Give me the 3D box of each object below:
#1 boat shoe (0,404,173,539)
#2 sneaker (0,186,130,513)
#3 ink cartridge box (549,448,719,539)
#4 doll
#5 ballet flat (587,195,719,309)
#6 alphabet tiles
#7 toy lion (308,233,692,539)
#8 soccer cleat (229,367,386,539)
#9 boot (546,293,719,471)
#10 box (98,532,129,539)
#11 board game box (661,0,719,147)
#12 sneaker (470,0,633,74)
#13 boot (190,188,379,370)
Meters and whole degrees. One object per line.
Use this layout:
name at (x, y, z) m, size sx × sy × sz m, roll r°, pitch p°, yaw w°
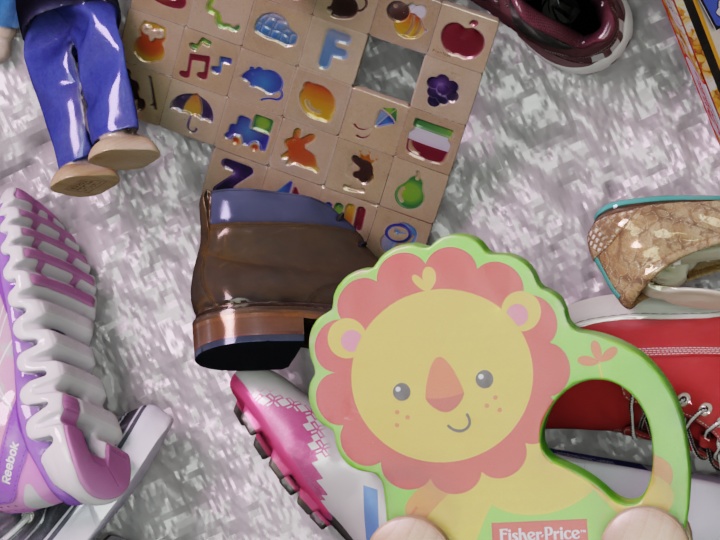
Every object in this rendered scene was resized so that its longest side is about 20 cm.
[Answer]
boat shoe at (-0.188, 0.144, 1.549) m, size 0.068 × 0.072 × 0.200 m, roll 41°, pitch 100°, yaw 0°
sneaker at (-0.193, 0.050, 1.519) m, size 0.088 × 0.080 × 0.201 m, roll -25°, pitch 60°, yaw 23°
ink cartridge box at (0.157, 0.209, 1.516) m, size 0.199 × 0.041 × 0.201 m, roll 9°, pitch 93°, yaw -12°
doll at (-0.167, -0.145, 1.527) m, size 0.136 × 0.048 × 0.201 m, roll -28°, pitch 67°, yaw 44°
ballet flat at (0.225, -0.013, 1.505) m, size 0.199 × 0.071 × 0.066 m, roll -9°, pitch 71°, yaw -4°
alphabet tiles at (-0.039, -0.101, 1.522) m, size 0.199 × 0.008 × 0.168 m, roll 20°, pitch 122°, yaw 3°
toy lion at (0.073, 0.076, 1.440) m, size 0.199 × 0.069 × 0.193 m, roll -2°, pitch 92°, yaw 9°
soccer cleat at (0.010, 0.120, 1.539) m, size 0.086 × 0.070 × 0.200 m, roll -39°, pitch 94°, yaw -5°
boot at (0.169, 0.081, 1.482) m, size 0.199 × 0.145 × 0.073 m, roll -8°, pitch 129°, yaw 4°
box at (-0.074, 0.238, 1.545) m, size 0.199 × 0.060 × 0.117 m, roll 21°, pitch 93°, yaw 3°
board game box at (0.240, -0.159, 1.476) m, size 0.151 × 0.046 × 0.200 m, roll -24°, pitch 121°, yaw 3°
sneaker at (0.067, -0.183, 1.499) m, size 0.200 × 0.116 × 0.076 m, roll 32°, pitch 93°, yaw 2°
boot at (0.000, 0.000, 1.520) m, size 0.199 × 0.075 × 0.097 m, roll -1°, pitch 71°, yaw -22°
